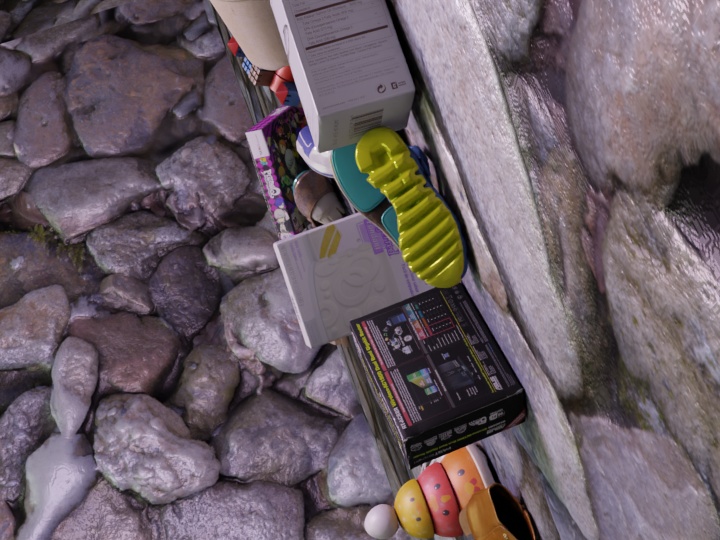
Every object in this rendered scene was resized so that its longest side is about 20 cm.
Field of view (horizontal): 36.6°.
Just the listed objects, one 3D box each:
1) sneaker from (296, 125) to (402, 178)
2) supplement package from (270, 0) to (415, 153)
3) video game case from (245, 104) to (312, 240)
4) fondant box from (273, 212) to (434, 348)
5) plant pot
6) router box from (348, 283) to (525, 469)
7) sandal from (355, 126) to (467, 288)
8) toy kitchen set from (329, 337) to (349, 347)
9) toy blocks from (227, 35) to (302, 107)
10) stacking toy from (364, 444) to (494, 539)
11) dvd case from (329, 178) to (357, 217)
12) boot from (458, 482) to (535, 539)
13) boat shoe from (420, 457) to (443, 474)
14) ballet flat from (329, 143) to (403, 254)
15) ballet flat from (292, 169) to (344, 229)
[{"bbox_3d":[0.002,-0.167,1.421,0.199,0.080,0.116,36,141,36],"label":"sneaker"},{"bbox_3d":[-0.025,-0.259,1.247,0.117,0.116,0.202,97,156,-76],"label":"supplement package"},{"bbox_3d":[-0.106,-0.170,1.752,0.200,0.035,0.183,-51,-52,-58],"label":"video game case"},{"bbox_3d":[0.000,0.000,1.442,0.058,0.198,0.146,-175,65,-80],"label":"fondant box"},{"bbox_3d":[-0.127,-0.385,1.486,0.184,0.199,0.202,67,178,-50],"label":"plant pot"},{"bbox_3d":[0.088,0.118,1.286,0.063,0.148,0.201,76,171,-45],"label":"router box"},{"bbox_3d":[0.071,-0.076,1.267,0.202,0.079,0.087,66,-157,3],"label":"sandal"},{"bbox_3d":[0.012,0.102,1.615,0.181,0.161,0.202,-95,-8,-53],"label":"toy kitchen set"},{"bbox_3d":[-0.110,-0.305,1.616,0.201,0.135,0.101,56,132,37],"label":"toy blocks"},{"bbox_3d":[0.101,0.347,1.592,0.146,0.198,0.148,160,90,-83],"label":"stacking toy"},{"bbox_3d":[-0.030,-0.127,1.695,0.151,0.025,0.200,67,173,-28],"label":"dvd case"},{"bbox_3d":[0.206,0.384,1.448,0.202,0.070,0.144,57,157,12],"label":"boot"},{"bbox_3d":[0.133,0.338,1.839,0.202,0.074,0.087,93,156,-67],"label":"boat shoe"},{"bbox_3d":[0.032,-0.085,1.346,0.201,0.067,0.062,53,-164,-6],"label":"ballet flat"},{"bbox_3d":[-0.051,-0.089,1.685,0.067,0.068,0.200,42,172,22],"label":"ballet flat"}]
